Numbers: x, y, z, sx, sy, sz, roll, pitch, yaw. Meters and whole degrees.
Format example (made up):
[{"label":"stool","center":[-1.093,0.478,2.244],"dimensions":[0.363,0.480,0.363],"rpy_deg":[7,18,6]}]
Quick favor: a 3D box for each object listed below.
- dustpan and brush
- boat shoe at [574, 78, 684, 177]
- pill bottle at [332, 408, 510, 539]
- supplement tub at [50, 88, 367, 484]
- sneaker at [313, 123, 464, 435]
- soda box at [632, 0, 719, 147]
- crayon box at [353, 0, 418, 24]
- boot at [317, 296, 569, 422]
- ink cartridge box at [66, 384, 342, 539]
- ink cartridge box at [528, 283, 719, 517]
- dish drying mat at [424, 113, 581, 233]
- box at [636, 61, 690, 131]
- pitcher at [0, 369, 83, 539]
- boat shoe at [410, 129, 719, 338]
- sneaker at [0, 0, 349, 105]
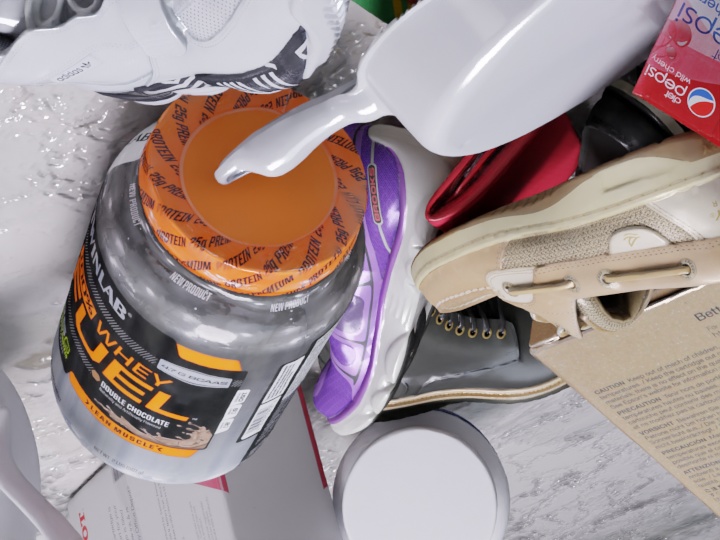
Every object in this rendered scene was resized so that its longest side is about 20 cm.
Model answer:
[{"label":"dustpan and brush","center":[0.030,-0.074,0.617],"dimensions":[0.199,0.058,0.139],"rpy_deg":[-37,164,18]},{"label":"boat shoe","center":[0.142,-0.026,0.840],"dimensions":[0.063,0.074,0.202],"rpy_deg":[-42,153,-9]},{"label":"pill bottle","center":[0.040,0.148,1.061],"dimensions":[0.115,0.117,0.200],"rpy_deg":[-18,175,1]},{"label":"supplement tub","center":[-0.071,0.008,0.750],"dimensions":[0.121,0.123,0.200],"rpy_deg":[-7,152,-23]},{"label":"sneaker","center":[0.000,0.000,0.830],"dimensions":[0.083,0.081,0.201],"rpy_deg":[21,133,9]},{"label":"soda box","center":[0.185,-0.109,0.632],"dimensions":[0.200,0.063,0.070],"rpy_deg":[-33,151,-47]},{"label":"crayon box","center":[0.074,-0.134,0.640],"dimensions":[0.126,0.051,0.199],"rpy_deg":[-30,153,24]},{"label":"boot","center":[0.064,0.023,0.940],"dimensions":[0.198,0.078,0.139],"rpy_deg":[-20,151,3]},{"label":"ink cartridge box","center":[-0.104,0.176,1.047],"dimensions":[0.082,0.148,0.200],"rpy_deg":[2,150,-36]},{"label":"ink cartridge box","center":[0.204,0.023,0.730],"dimensions":[0.199,0.076,0.165],"rpy_deg":[-26,124,38]},{"label":"dish drying mat","center":[0.073,-0.043,0.776],"dimensions":[0.077,0.018,0.200],"rpy_deg":[-50,170,6]},{"label":"box","center":[0.207,-0.063,0.797],"dimensions":[0.142,0.036,0.200],"rpy_deg":[22,163,20]},{"label":"pitcher","center":[-0.199,0.123,0.806],"dimensions":[0.171,0.202,0.121],"rpy_deg":[-33,151,30]},{"label":"boat shoe","center":[0.088,-0.002,0.675],"dimensions":[0.071,0.065,0.200],"rpy_deg":[-19,178,-31]},{"label":"sneaker","center":[-0.085,-0.095,0.524],"dimensions":[0.114,0.076,0.199],"rpy_deg":[1,177,-30]}]
